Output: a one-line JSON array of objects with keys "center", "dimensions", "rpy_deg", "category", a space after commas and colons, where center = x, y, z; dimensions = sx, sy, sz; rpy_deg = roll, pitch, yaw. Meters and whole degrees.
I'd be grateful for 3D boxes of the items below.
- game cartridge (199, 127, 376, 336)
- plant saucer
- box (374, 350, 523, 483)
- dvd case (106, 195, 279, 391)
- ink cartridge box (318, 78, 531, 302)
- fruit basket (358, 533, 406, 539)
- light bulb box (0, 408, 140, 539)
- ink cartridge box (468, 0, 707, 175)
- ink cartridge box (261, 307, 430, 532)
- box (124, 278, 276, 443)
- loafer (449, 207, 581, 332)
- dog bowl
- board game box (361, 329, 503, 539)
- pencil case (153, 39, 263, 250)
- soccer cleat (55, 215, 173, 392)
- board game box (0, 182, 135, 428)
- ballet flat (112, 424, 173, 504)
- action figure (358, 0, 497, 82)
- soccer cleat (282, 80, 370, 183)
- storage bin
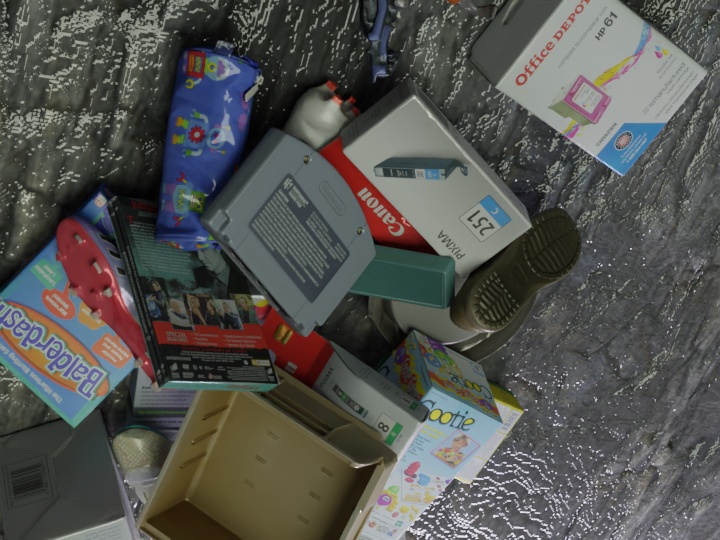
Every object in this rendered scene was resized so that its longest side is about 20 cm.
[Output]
[{"center": [-0.063, -0.041, 1.589], "dimensions": [0.134, 0.041, 0.200], "rpy_deg": [-55, 138, -17], "category": "game cartridge"}, {"center": [0.000, 0.000, 1.701], "dimensions": [0.198, 0.019, 0.070], "rpy_deg": [10, 139, 11], "category": "plant saucer"}, {"center": [0.075, 0.161, 1.878], "dimensions": [0.199, 0.048, 0.118], "rpy_deg": [25, 109, -32], "category": "box"}, {"center": [-0.163, 0.024, 1.603], "dimensions": [0.145, 0.201, 0.022], "rpy_deg": [5, 149, -47], "category": "dvd case"}, {"center": [0.045, -0.067, 1.654], "dimensions": [0.176, 0.045, 0.200], "rpy_deg": [-37, 118, 17], "category": "ink cartridge box"}, {"center": [-0.030, 0.372, 1.954], "dimensions": [0.184, 0.094, 0.202], "rpy_deg": [-13, 107, -13], "category": "fruit basket"}, {"center": [-0.295, 0.293, 1.728], "dimensions": [0.124, 0.199, 0.201], "rpy_deg": [-15, 122, -8], "category": "light bulb box"}, {"center": [0.233, -0.212, 1.693], "dimensions": [0.199, 0.085, 0.145], "rpy_deg": [30, 106, -30], "category": "ink cartridge box"}, {"center": [-0.050, 0.157, 1.708], "dimensions": [0.199, 0.050, 0.162], "rpy_deg": [34, 111, 5], "category": "ink cartridge box"}, {"center": [-0.166, 0.104, 1.760], "dimensions": [0.155, 0.041, 0.201], "rpy_deg": [1, 120, -19], "category": "box"}, {"center": [0.158, -0.002, 1.717], "dimensions": [0.200, 0.067, 0.076], "rpy_deg": [-36, 104, -39], "category": "loafer"}, {"center": [0.094, 0.010, 1.788], "dimensions": [0.198, 0.059, 0.202], "rpy_deg": [-9, 121, -15], "category": "dog bowl"}, {"center": [0.045, 0.183, 1.783], "dimensions": [0.104, 0.103, 0.200], "rpy_deg": [28, 115, -28], "category": "board game box"}, {"center": [-0.144, -0.117, 1.573], "dimensions": [0.086, 0.078, 0.202], "rpy_deg": [9, 92, 19], "category": "pencil case"}, {"center": [-0.222, 0.026, 1.604], "dimensions": [0.201, 0.076, 0.067], "rpy_deg": [53, 133, -2], "category": "soccer cleat"}, {"center": [-0.274, 0.036, 1.651], "dimensions": [0.152, 0.045, 0.200], "rpy_deg": [43, 99, -14], "category": "board game box"}, {"center": [-0.209, 0.236, 1.772], "dimensions": [0.067, 0.063, 0.200], "rpy_deg": [-16, 144, 9], "category": "ballet flat"}, {"center": [0.033, -0.278, 1.574], "dimensions": [0.192, 0.105, 0.202], "rpy_deg": [3, 93, -16], "category": "action figure"}, {"center": [0.007, -0.115, 1.683], "dimensions": [0.199, 0.069, 0.078], "rpy_deg": [35, 111, -27], "category": "soccer cleat"}, {"center": [-0.094, 0.222, 1.668], "dimensions": [0.201, 0.198, 0.094], "rpy_deg": [-64, 163, 19], "category": "storage bin"}]
